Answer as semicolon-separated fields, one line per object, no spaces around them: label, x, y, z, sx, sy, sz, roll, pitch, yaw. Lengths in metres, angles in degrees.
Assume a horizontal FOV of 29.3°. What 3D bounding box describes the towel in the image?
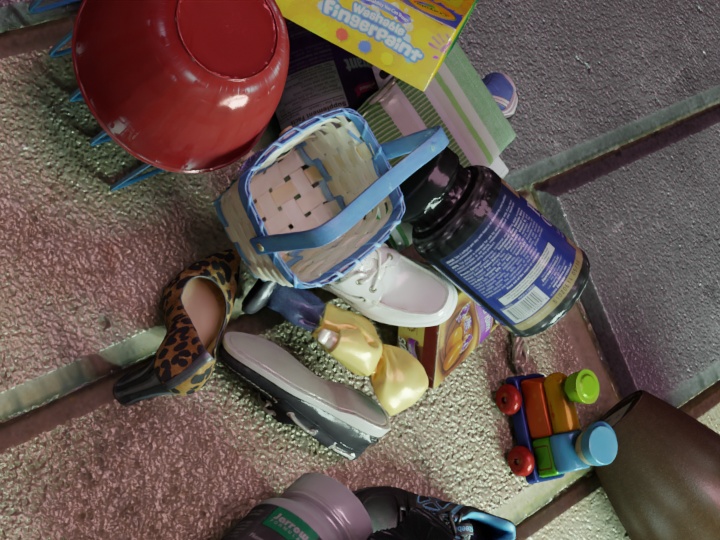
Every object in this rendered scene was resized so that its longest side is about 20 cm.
towel;0.063;-0.135;1.419;0.200;0.023;0.153;-48;115;-26

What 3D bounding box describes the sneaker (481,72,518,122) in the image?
sneaker;0.103;-0.166;1.500;0.200;0.076;0.077;-47;111;-36

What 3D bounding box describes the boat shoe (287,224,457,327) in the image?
boat shoe;0.000;0.000;1.376;0.200;0.069;0.071;19;74;9

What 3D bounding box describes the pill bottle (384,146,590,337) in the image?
pill bottle;0.123;-0.033;1.371;0.200;0.112;0.112;40;56;-18

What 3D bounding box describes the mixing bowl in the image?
mixing bowl;-0.137;-0.195;1.196;0.200;0.108;0.201;8;74;-31

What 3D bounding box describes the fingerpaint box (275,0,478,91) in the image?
fingerpaint box;0.005;-0.271;1.336;0.200;0.073;0.167;28;29;0

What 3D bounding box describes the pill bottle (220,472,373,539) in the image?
pill bottle;-0.084;0.281;1.262;0.200;0.113;0.113;-41;103;-38

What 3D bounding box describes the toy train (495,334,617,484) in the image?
toy train;0.216;0.131;1.539;0.085;0.116;0.201;-4;79;-39

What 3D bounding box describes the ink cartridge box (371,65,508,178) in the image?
ink cartridge box;0.071;-0.154;1.555;0.200;0.050;0.109;52;53;-12

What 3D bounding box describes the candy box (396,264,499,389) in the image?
candy box;0.118;0.023;1.495;0.200;0.056;0.117;-42;148;-38

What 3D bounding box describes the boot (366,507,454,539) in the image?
boot;0.008;0.311;1.267;0.073;0.163;0.198;36;14;10

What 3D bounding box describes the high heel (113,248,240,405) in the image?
high heel;-0.136;0.041;1.274;0.071;0.142;0.200;45;54;-18

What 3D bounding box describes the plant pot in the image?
plant pot;0.358;0.243;1.595;0.200;0.187;0.187;47;52;1

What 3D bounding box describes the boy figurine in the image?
boy figurine;-0.022;0.068;1.377;0.200;0.124;0.064;37;93;-11

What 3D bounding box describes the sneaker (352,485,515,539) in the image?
sneaker;0.068;0.257;1.408;0.200;0.082;0.073;11;72;-34

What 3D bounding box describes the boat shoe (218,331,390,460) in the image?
boat shoe;-0.063;0.126;1.359;0.200;0.060;0.074;29;21;-29

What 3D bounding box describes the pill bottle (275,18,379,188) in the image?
pill bottle;-0.037;-0.183;1.439;0.111;0.111;0.200;-17;87;-40

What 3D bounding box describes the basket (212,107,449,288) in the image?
basket;-0.032;-0.066;1.256;0.176;0.200;0.139;-39;111;-34

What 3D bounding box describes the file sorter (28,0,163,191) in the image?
file sorter;-0.205;-0.194;1.296;0.123;0.139;0.200;-26;93;-37
